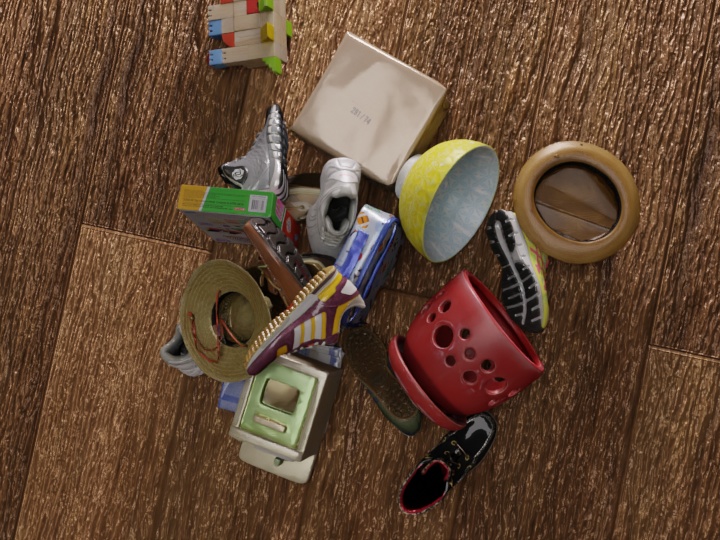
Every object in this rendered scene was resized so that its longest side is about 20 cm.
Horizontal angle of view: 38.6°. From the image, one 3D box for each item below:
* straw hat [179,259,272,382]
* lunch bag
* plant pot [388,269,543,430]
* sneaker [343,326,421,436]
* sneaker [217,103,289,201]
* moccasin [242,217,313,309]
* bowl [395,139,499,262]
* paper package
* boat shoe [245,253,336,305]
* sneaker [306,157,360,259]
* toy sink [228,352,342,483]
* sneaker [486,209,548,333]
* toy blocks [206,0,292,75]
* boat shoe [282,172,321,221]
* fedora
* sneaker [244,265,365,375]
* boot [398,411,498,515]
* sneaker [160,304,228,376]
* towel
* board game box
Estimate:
[{"bbox_3d":[-0.186,0.071,1.603,0.199,0.085,0.204,9,105,35],"label":"straw hat"},{"bbox_3d":[0.000,0.000,1.639,0.075,0.160,0.202,25,90,11],"label":"lunch bag"},{"bbox_3d":[0.156,0.131,1.590,0.182,0.200,0.201,-40,81,14],"label":"plant pot"},{"bbox_3d":[0.038,0.188,1.664,0.067,0.090,0.201,-31,51,-8],"label":"sneaker"},{"bbox_3d":[-0.179,-0.192,1.689,0.114,0.075,0.202,-9,50,6],"label":"sneaker"},{"bbox_3d":[-0.116,0.012,1.555,0.077,0.074,0.202,-31,103,24],"label":"moccasin"},{"bbox_3d":[0.119,-0.125,1.624,0.107,0.200,0.202,31,91,29],"label":"bowl"},{"bbox_3d":[0.020,-0.255,1.682,0.199,0.103,0.192,31,92,11],"label":"paper package"},{"bbox_3d":[-0.117,0.012,1.686,0.198,0.065,0.074,-4,108,41],"label":"boat shoe"},{"bbox_3d":[-0.046,-0.076,1.645,0.077,0.202,0.100,5,42,-6],"label":"sneaker"},{"bbox_3d":[-0.127,0.235,1.647,0.129,0.112,0.203,19,93,12],"label":"toy sink"},{"bbox_3d":[0.270,-0.002,1.630,0.078,0.089,0.203,-23,75,50],"label":"sneaker"},{"bbox_3d":[-0.197,-0.424,1.745,0.135,0.100,0.203,-3,86,21],"label":"toy blocks"},{"bbox_3d":[-0.105,-0.120,1.717,0.197,0.072,0.066,-1,115,6],"label":"boat shoe"},{"bbox_3d":[0.338,-0.103,1.625,0.198,0.082,0.204,-1,85,6],"label":"fedora"},{"bbox_3d":[-0.080,0.092,1.486,0.090,0.075,0.200,44,89,-11],"label":"sneaker"},{"bbox_3d":[0.134,0.301,1.599,0.200,0.151,0.073,-42,81,5],"label":"boot"},{"bbox_3d":[-0.247,0.097,1.681,0.200,0.099,0.078,-46,62,13],"label":"sneaker"},{"bbox_3d":[-0.134,0.182,1.719,0.197,0.024,0.149,11,90,12],"label":"towel"},{"bbox_3d":[-0.191,-0.084,1.656,0.151,0.200,0.041,6,78,9],"label":"board game box"}]
